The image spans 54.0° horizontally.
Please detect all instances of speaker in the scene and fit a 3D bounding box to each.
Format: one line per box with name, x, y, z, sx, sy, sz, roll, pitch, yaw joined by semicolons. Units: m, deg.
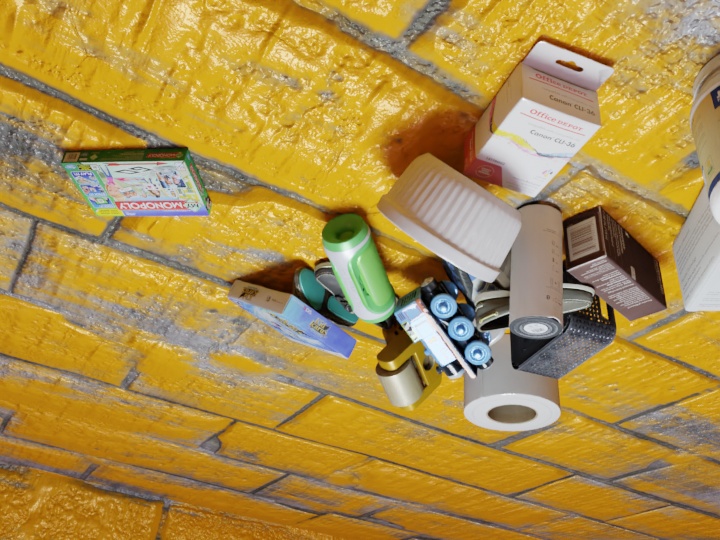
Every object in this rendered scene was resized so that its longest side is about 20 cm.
speaker;0.273;-0.001;1.091;0.081;0.201;0.081;6;152;3
speaker;0.000;0.000;1.210;0.088;0.089;0.200;-7;134;18

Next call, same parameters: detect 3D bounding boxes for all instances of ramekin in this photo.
ramekin;0.132;-0.081;1.000;0.200;0.200;0.105;26;102;-28

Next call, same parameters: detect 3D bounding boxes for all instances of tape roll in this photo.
tape roll;0.320;0.243;1.509;0.202;0.140;0.203;3;147;2

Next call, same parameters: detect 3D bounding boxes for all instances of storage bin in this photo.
storage bin;0.360;0.097;1.282;0.093;0.136;0.200;14;146;-14

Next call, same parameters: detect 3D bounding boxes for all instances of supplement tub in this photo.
supplement tub;0.472;-0.155;0.827;0.144;0.201;0.145;3;147;2

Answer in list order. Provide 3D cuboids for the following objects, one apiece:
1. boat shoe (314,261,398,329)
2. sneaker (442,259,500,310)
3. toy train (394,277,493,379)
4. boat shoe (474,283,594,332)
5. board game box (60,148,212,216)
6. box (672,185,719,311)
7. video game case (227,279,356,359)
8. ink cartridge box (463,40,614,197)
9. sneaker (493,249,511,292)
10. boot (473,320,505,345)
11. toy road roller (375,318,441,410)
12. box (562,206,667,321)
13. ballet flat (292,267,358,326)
boat shoe;-0.005;0.050;1.327;0.201;0.066;0.072;31;141;-33
sneaker;0.211;0.018;1.261;0.077;0.076;0.200;-39;128;-2
toy train;0.152;0.108;1.257;0.114;0.087;0.200;-32;102;21
boat shoe;0.284;0.064;1.164;0.201;0.060;0.072;-9;150;30
board game box;-0.352;-0.138;1.127;0.199;0.029;0.135;0;145;8
box;0.601;-0.039;1.048;0.198;0.131;0.200;2;147;6
video game case;-0.133;0.095;1.367;0.181;0.046;0.200;10;158;46
ink cartridge box;0.230;-0.192;0.926;0.116;0.068;0.200;15;146;-13
sneaker;0.219;-0.040;1.171;0.200;0.076;0.070;45;173;-39
boot;0.223;0.143;1.449;0.200;0.073;0.090;-24;156;35
toy road roller;0.090;0.160;1.376;0.146;0.200;0.123;10;133;47
box;0.416;-0.007;1.152;0.075;0.100;0.200;-25;137;38
ballet flat;-0.084;0.058;1.359;0.075;0.068;0.200;-9;149;36
